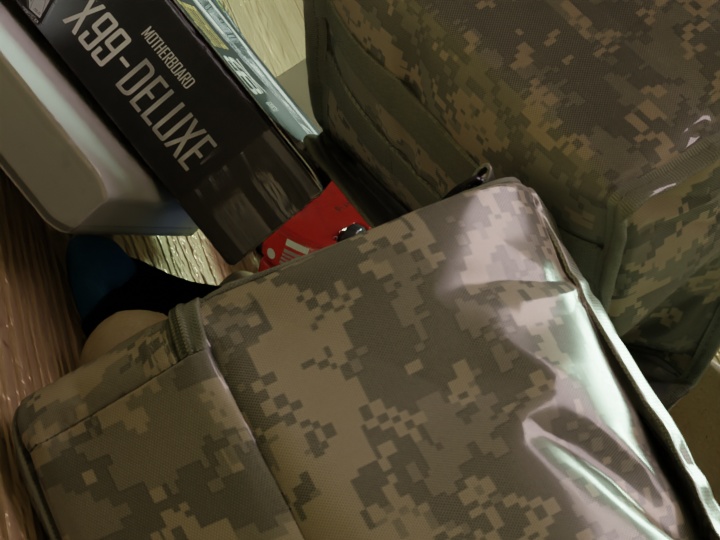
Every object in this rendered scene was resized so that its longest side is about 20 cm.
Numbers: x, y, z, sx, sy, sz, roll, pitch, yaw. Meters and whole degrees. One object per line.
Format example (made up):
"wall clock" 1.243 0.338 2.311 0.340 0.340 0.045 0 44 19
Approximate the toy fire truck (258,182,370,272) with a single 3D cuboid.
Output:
"toy fire truck" 0.000 0.000 1.074 0.049 0.142 0.200 25 33 18

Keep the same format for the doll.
"doll" -0.054 0.032 0.699 0.136 0.049 0.200 39 6 10

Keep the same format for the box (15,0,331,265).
"box" -0.076 -0.086 0.777 0.158 0.050 0.200 51 5 -3

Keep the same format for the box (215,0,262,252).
"box" -0.092 -0.117 1.100 0.200 0.051 0.158 54 9 -35

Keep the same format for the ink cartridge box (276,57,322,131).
"ink cartridge box" 0.007 -0.036 1.316 0.200 0.087 0.146 50 11 -43

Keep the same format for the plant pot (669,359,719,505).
"plant pot" 0.074 0.133 0.769 0.201 0.200 0.135 61 -30 21

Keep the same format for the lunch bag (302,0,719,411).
"lunch bag" 0.064 -0.040 0.676 0.164 0.117 0.200 47 -21 25

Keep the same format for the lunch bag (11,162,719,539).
"lunch bag" 0.022 0.088 0.538 0.201 0.167 0.139 62 8 21

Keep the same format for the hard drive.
"hard drive" -0.120 -0.070 0.714 0.132 0.026 0.200 50 6 3
